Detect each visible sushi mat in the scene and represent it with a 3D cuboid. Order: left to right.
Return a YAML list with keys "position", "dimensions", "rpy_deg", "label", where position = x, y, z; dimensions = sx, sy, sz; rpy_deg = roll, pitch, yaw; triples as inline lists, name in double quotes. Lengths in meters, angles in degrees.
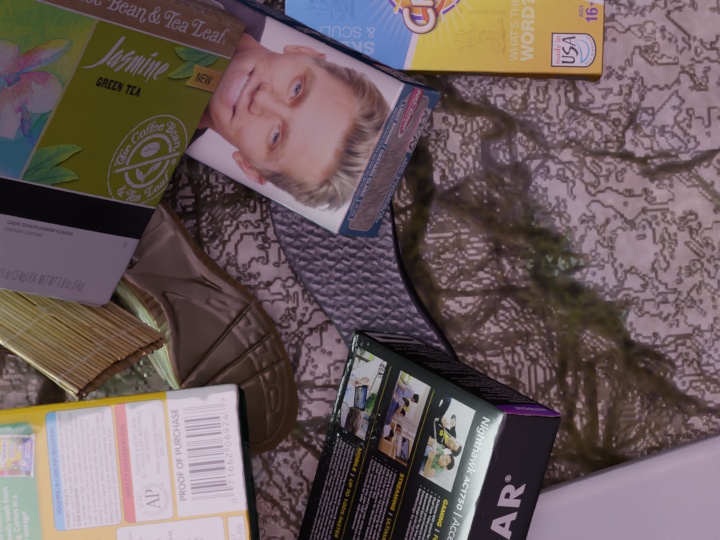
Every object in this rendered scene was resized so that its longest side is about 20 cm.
- position: [-0.219, 0.008, 1.368]
  dimensions: [0.200, 0.096, 0.012]
  rpy_deg: [32, 123, 19]
  label: "sushi mat"

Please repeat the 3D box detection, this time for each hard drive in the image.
- position: [0.172, 0.184, 1.391]
  dimensions: [0.200, 0.027, 0.132]
  rpy_deg: [-16, 90, -17]
  label: "hard drive"

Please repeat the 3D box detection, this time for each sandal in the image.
- position: [0.000, 0.001, 1.425]
  dimensions: [0.076, 0.043, 0.200]
  rpy_deg: [-21, 99, 8]
  label: "sandal"

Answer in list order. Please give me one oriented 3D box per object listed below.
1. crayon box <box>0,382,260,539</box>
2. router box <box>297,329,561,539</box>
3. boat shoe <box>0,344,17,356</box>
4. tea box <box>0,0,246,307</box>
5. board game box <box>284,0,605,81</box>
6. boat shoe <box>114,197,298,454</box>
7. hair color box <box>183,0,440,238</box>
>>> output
- position: [-0.161, 0.139, 1.306]
  dimensions: [0.200, 0.052, 0.126]
  rpy_deg: [-6, 82, 1]
  label: "crayon box"
- position: [0.030, 0.154, 1.354]
  dimensions: [0.051, 0.149, 0.200]
  rpy_deg: [7, 103, -39]
  label: "router box"
- position: [-0.261, 0.009, 1.412]
  dimensions: [0.200, 0.068, 0.072]
  rpy_deg: [15, 90, 1]
  label: "boat shoe"
- position: [-0.207, -0.102, 1.291]
  dimensions: [0.134, 0.200, 0.197]
  rpy_deg: [35, 104, 33]
  label: "tea box"
- position: [0.053, -0.197, 1.418]
  dimensions: [0.200, 0.040, 0.153]
  rpy_deg: [1, 90, 1]
  label: "board game box"
- position: [-0.111, 0.026, 1.420]
  dimensions: [0.073, 0.063, 0.201]
  rpy_deg: [-40, 96, -12]
  label: "boat shoe"
- position: [-0.063, -0.107, 1.373]
  dimensions: [0.200, 0.061, 0.100]
  rpy_deg: [28, 99, 22]
  label: "hair color box"
